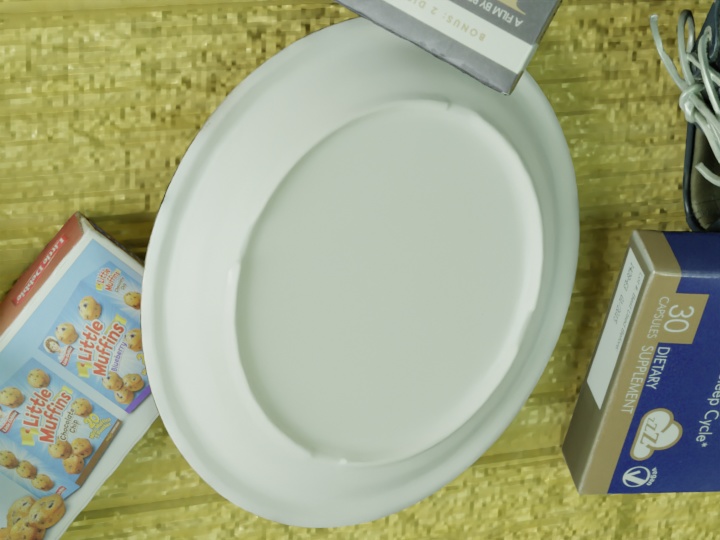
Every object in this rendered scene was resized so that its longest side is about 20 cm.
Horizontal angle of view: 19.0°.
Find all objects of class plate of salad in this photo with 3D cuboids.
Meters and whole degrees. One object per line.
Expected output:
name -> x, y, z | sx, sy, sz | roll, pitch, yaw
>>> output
plate of salad -> 0.000, 0.000, 0.820 | 0.199, 0.048, 0.201 | -12, 112, -33

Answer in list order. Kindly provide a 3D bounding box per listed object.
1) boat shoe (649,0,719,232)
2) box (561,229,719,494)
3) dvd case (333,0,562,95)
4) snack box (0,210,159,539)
boat shoe -> 0.148, -0.067, 0.809 | 0.062, 0.075, 0.200 | -21, 160, -1
box -> 0.193, 0.039, 0.895 | 0.199, 0.032, 0.121 | -1, 129, -17
dvd case -> 0.034, -0.183, 0.742 | 0.148, 0.016, 0.200 | 29, 97, 3
snack box -> -0.140, 0.078, 0.798 | 0.072, 0.024, 0.200 | 39, 90, -29
